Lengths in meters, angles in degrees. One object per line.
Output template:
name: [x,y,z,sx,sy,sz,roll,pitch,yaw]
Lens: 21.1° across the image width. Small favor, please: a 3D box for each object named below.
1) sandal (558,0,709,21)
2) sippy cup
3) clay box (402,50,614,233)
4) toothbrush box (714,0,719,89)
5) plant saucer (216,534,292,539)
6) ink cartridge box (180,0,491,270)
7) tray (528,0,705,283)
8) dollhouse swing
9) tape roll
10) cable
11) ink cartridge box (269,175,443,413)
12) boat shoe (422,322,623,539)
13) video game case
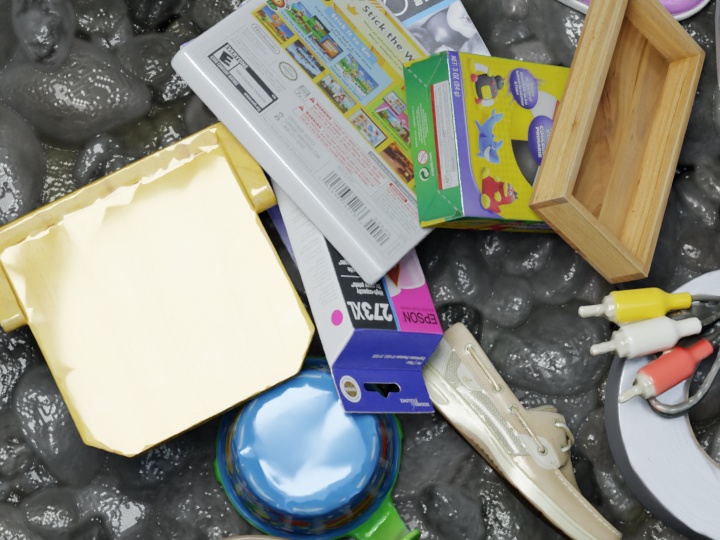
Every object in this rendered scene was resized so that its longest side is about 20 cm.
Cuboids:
sandal: [0.168,-0.233,1.432,0.202,0.050,0.083,14,83,0]
sippy cup: [-0.036,0.122,1.340,0.177,0.130,0.140,12,82,1]
clay box: [0.118,-0.086,1.355,0.200,0.048,0.115,0,81,-44]
toothbrush box: [0.356,-0.204,1.364,0.200,0.147,0.085,2,48,5]
plant saucer: [-0.073,0.284,1.357,0.200,0.029,0.200,0,90,3]
ink cartridge box: [-0.002,-0.129,1.418,0.200,0.043,0.198,-29,85,-4]
tray: [0.183,-0.102,1.364,0.099,0.037,0.200,40,54,-32]
dollhouse swing: [-0.141,0.014,1.343,0.200,0.182,0.176,-27,96,-5]
tape roll: [0.278,0.099,1.384,0.200,0.066,0.201,0,82,-1]
cable: [0.254,0.034,1.333,0.200,0.050,0.097,-23,84,-3]
ink cartridge box: [0.000,0.000,1.317,0.037,0.095,0.200,-30,68,36]
boat shoe: [0.120,0.122,1.376,0.065,0.072,0.200,-44,80,-5]
video game case: [-0.008,-0.111,1.329,0.200,0.023,0.182,48,47,0]
